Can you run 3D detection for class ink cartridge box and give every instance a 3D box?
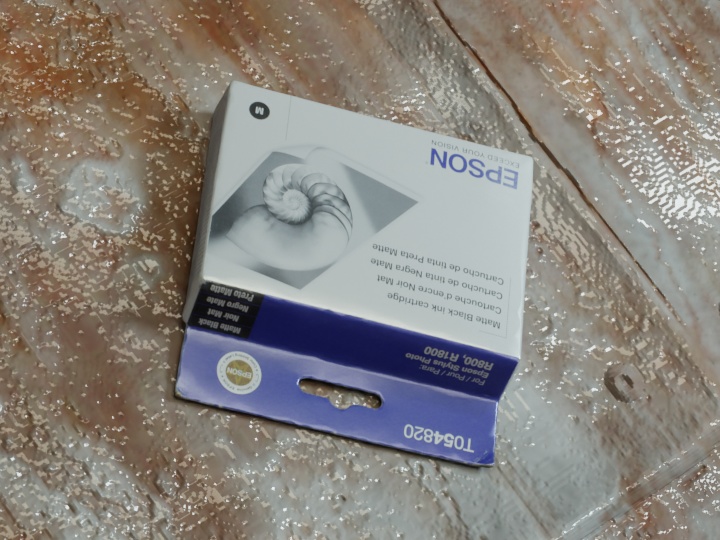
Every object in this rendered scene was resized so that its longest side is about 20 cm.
[{"bbox_3d":[0.000,0.000,1.521,0.198,0.041,0.201,13,58,-12],"label":"ink cartridge box"}]
